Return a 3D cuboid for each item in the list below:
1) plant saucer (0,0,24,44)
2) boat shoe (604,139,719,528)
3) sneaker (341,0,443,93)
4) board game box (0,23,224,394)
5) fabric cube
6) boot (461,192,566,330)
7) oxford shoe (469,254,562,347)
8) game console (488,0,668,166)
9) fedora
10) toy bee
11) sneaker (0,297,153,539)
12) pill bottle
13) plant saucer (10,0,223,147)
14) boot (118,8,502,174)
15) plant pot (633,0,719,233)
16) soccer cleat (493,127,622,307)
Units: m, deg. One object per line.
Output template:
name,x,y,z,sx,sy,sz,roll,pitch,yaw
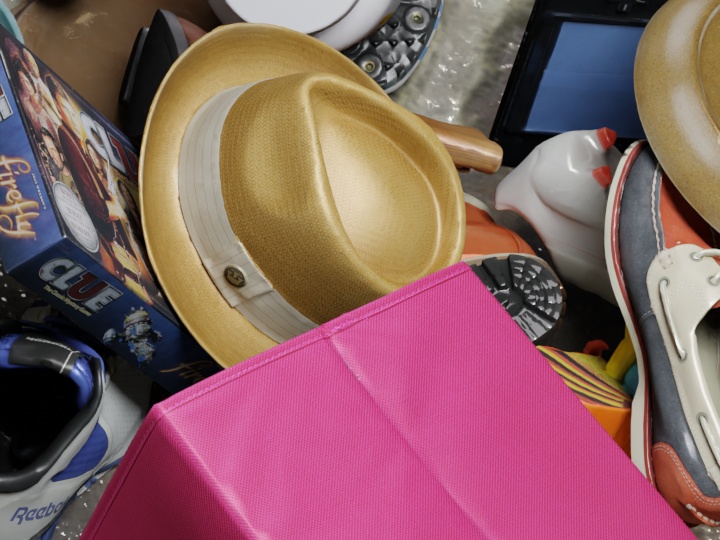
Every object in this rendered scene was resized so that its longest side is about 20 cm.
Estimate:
plant saucer,-0.266,-0.091,1.305,0.199,0.036,0.200,3,45,-3
boat shoe,0.165,0.026,1.284,0.071,0.062,0.201,11,68,-38
sneaker,0.016,-0.186,1.599,0.072,0.073,0.201,3,59,2
board game box,-0.124,-0.022,1.260,0.035,0.200,0.136,-30,59,11
fabric cube,0.008,0.152,1.157,0.200,0.196,0.199,-25,66,-39
boot,0.000,0.000,1.413,0.199,0.075,0.107,0,35,-23
oxford shoe,0.011,0.066,1.347,0.199,0.085,0.073,-19,61,-12
game console,0.171,-0.069,1.454,0.172,0.200,0.119,3,60,-8
fedora,-0.011,-0.033,1.259,0.200,0.082,0.201,14,67,-35
toy bee,0.128,0.077,1.366,0.131,0.200,0.109,-45,48,-3
sneaker,-0.144,0.058,1.255,0.080,0.115,0.200,26,44,1
pill bottle,-0.030,-0.173,1.438,0.111,0.111,0.200,24,8,1
plant saucer,-0.118,-0.100,1.482,0.199,0.030,0.200,12,44,-12
boot,-0.024,-0.074,1.383,0.199,0.188,0.069,16,87,-9
plant pot,0.234,-0.078,1.329,0.199,0.028,0.201,13,52,-17
soccer cleat,0.158,-0.003,1.456,0.200,0.077,0.069,42,41,-25
